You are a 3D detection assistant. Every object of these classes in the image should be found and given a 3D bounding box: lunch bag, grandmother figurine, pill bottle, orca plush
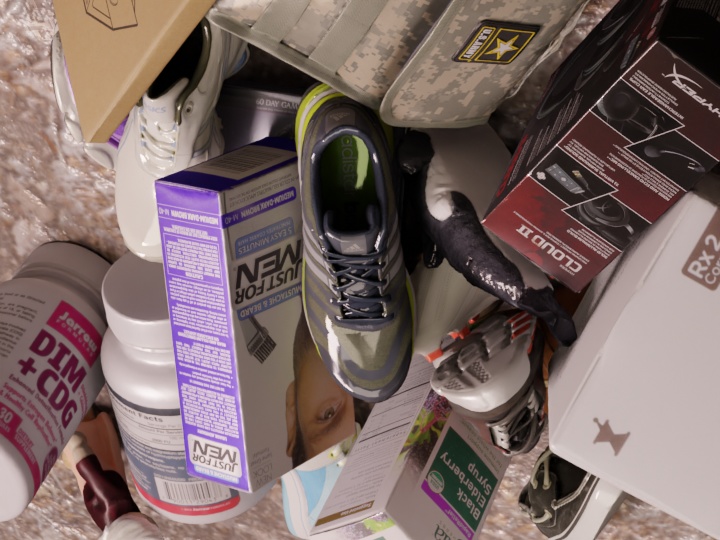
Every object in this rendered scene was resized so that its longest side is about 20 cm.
[{"bbox_3d":[0.035,-0.178,1.113,0.199,0.118,0.164,28,134,-11],"label":"lunch bag"},{"bbox_3d":[-0.199,0.176,1.530,0.122,0.060,0.200,57,176,-36],"label":"grandmother figurine"},{"bbox_3d":[-0.252,0.078,1.440,0.113,0.200,0.114,14,136,14],"label":"pill bottle"},{"bbox_3d":[-0.128,0.080,1.439,0.119,0.120,0.201,9,134,19],"label":"pill bottle"},{"bbox_3d":[0.070,-0.023,1.193,0.200,0.105,0.071,55,133,30],"label":"orca plush"}]

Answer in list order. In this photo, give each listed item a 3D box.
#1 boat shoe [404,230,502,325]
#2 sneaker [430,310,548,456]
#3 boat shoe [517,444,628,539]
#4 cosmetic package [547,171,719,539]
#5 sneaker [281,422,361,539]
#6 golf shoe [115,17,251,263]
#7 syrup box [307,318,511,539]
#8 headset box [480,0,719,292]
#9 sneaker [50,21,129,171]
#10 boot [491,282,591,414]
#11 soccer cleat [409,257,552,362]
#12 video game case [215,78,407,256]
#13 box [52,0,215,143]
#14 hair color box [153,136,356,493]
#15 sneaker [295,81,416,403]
[{"bbox_3d":[0.000,0.000,1.337,0.199,0.072,0.068,-5,121,21],"label":"boat shoe"},{"bbox_3d":[0.096,0.077,1.225,0.077,0.200,0.082,-32,92,4],"label":"sneaker"},{"bbox_3d":[0.148,0.157,1.369,0.064,0.071,0.200,36,162,6],"label":"boat shoe"},{"bbox_3d":[0.217,0.048,1.132,0.164,0.200,0.166,28,103,-1],"label":"cosmetic package"},{"bbox_3d":[0.004,0.143,1.464,0.130,0.080,0.201,13,144,18],"label":"sneaker"},{"bbox_3d":[-0.124,-0.098,1.224,0.078,0.097,0.201,19,105,14],"label":"golf shoe"},{"bbox_3d":[0.049,0.128,1.333,0.081,0.200,0.079,-25,116,41],"label":"syrup box"},{"bbox_3d":[0.158,-0.094,1.103,0.077,0.149,0.200,36,138,-8],"label":"headset box"},{"bbox_3d":[-0.136,-0.102,1.319,0.083,0.081,0.200,-25,125,22],"label":"sneaker"},{"bbox_3d":[0.189,0.085,1.319,0.154,0.074,0.201,-17,110,38],"label":"boot"},{"bbox_3d":[0.064,-0.002,1.253,0.199,0.069,0.078,-34,94,4],"label":"soccer cleat"},{"bbox_3d":[-0.040,-0.022,1.291,0.142,0.019,0.201,9,113,13],"label":"video game case"},{"bbox_3d":[-0.134,-0.197,1.162,0.021,0.164,0.200,4,149,-34],"label":"box"},{"bbox_3d":[-0.065,0.027,1.239,0.065,0.109,0.201,13,116,38],"label":"hair color box"},{"bbox_3d":[-0.007,-0.012,1.175,0.073,0.081,0.201,-9,105,4],"label":"sneaker"}]
